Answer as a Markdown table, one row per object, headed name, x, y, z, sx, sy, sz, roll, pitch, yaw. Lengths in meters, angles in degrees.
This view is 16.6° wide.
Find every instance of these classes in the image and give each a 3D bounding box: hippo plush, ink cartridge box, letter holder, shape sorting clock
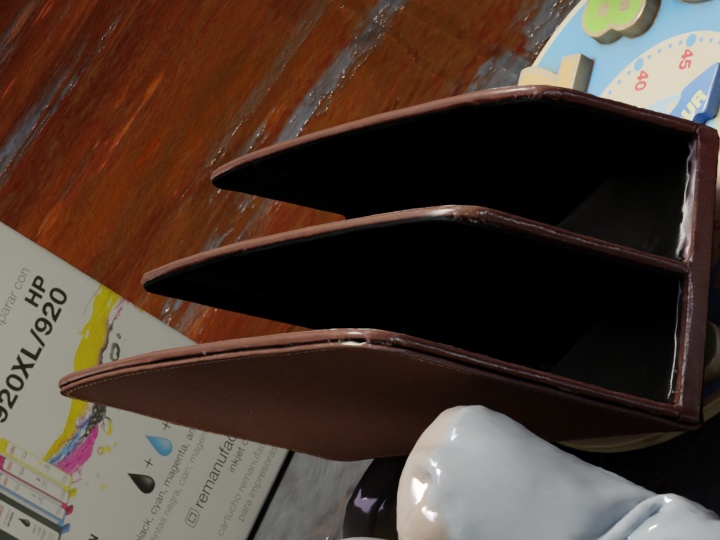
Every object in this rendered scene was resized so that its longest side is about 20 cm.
| name | x | y | z | sx | sy | sz | roll | pitch | yaw |
| --- | --- | --- | --- | --- | --- | --- | --- | --- | --- |
| hippo plush | 0.060 | 0.143 | 0.678 | 0.199 | 0.160 | 0.161 | 8 | 27 | 27 |
| ink cartridge box | -0.163 | 0.082 | 1.170 | 0.144 | 0.200 | 0.148 | -7 | 54 | 61 |
| letter holder | 0.000 | 0.000 | 0.836 | 0.200 | 0.142 | 0.101 | -11 | 70 | 54 |
| shape sorting clock | 0.104 | -0.034 | 0.861 | 0.200 | 0.039 | 0.201 | -28 | 50 | 38 |

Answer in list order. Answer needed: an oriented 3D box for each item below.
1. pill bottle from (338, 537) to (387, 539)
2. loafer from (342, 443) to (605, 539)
| name | x | y | z | sx | sy | sz | roll | pitch | yaw |
| --- | --- | --- | --- | --- | --- | --- | --- | --- | --- |
| pill bottle | -0.014 | 0.163 | 0.890 | 0.200 | 0.113 | 0.113 | -35 | 31 | 41 |
| loafer | 0.075 | 0.045 | 0.940 | 0.071 | 0.073 | 0.200 | 30 | 88 | 41 |
